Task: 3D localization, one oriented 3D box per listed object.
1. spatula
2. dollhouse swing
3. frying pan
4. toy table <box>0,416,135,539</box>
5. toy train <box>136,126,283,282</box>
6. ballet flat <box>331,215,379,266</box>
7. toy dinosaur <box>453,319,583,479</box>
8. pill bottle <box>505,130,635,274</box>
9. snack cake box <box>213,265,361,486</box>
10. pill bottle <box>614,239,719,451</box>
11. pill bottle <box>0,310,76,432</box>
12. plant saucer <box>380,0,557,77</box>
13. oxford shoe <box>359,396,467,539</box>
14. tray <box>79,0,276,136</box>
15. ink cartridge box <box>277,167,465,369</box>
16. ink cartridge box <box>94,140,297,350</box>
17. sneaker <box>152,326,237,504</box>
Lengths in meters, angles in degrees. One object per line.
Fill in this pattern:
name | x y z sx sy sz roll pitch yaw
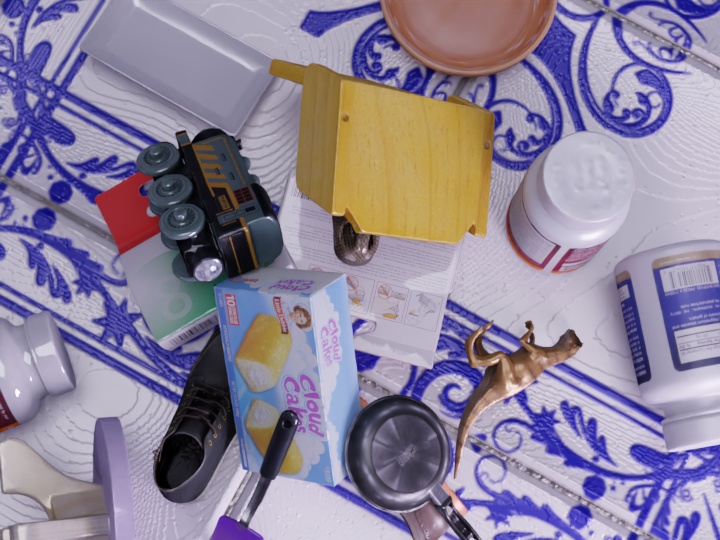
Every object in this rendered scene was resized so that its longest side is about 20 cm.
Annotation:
spatula | -0.100 0.218 1.359 0.056 0.021 0.201 27 114 10
dollhouse swing | 0.005 -0.124 1.413 0.199 0.175 0.184 6 87 -38
frying pan | 0.053 0.215 1.349 0.114 0.031 0.191 -20 89 -23
toy table | -0.287 0.249 1.337 0.116 0.184 0.202 -3 68 -20
toy train | -0.152 -0.069 1.374 0.113 0.086 0.201 -18 44 -9
ballet flat | -0.009 -0.093 1.426 0.067 0.047 0.201 4 50 -9
toy dinosaur | 0.145 0.111 1.431 0.199 0.060 0.106 -37 83 -9
pill bottle | 0.213 -0.068 1.400 0.108 0.200 0.111 1 77 -2
snack cake box | -0.067 0.102 1.352 0.114 0.067 0.202 5 112 32
pill bottle | 0.338 0.079 1.415 0.119 0.120 0.202 -9 78 -4
pill bottle | -0.394 0.115 1.381 0.199 0.113 0.114 -21 79 -6
plant saucer | 0.119 -0.308 1.533 0.198 0.037 0.202 0 79 -2
oxford shoe | 0.018 0.195 1.403 0.073 0.071 0.200 -43 83 -6
tray | -0.197 -0.231 1.506 0.199 0.022 0.108 30 70 4
ink cartridge box | 0.000 0.000 1.457 0.198 0.045 0.178 14 77 1
ink cartridge box | -0.177 -0.040 1.432 0.160 0.050 0.201 -30 73 -1
sneaker | -0.150 0.139 1.389 0.074 0.106 0.201 19 78 2
